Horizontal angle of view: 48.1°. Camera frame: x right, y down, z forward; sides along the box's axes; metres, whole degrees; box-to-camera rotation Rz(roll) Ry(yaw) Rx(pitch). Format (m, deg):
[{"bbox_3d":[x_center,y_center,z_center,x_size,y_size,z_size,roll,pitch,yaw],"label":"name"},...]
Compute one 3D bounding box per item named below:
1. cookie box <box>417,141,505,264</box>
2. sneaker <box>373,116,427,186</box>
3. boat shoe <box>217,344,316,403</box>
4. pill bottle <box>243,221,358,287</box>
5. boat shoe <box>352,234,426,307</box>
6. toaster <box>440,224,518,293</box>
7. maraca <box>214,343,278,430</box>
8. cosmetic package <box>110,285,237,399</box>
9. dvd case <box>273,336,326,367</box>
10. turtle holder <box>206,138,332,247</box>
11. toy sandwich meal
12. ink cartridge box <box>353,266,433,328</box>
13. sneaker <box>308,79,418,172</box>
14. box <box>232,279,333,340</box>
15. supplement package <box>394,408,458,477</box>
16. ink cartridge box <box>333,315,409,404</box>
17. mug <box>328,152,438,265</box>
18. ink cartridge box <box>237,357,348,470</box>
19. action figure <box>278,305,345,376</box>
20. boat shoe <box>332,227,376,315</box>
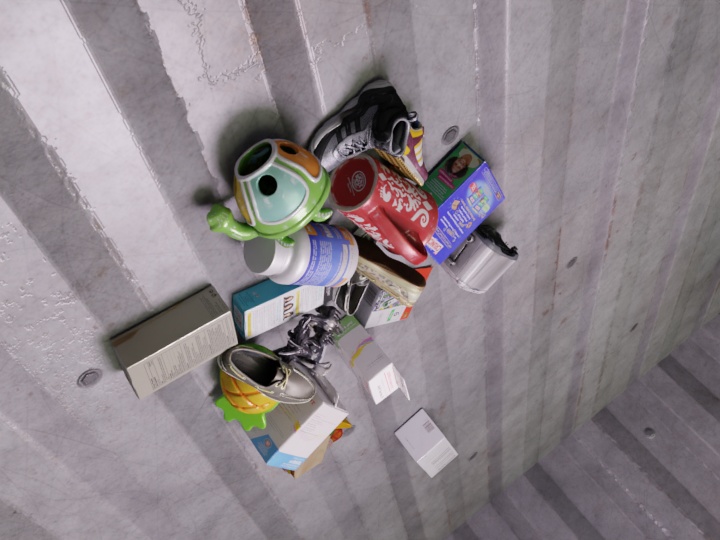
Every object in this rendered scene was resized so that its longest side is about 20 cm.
[{"bbox_3d":[0.182,-0.133,1.640,0.200,0.075,0.171,-45,148,2],"label":"cookie box"},{"bbox_3d":[0.089,-0.220,1.440,0.091,0.074,0.200,-62,159,-2],"label":"sneaker"},{"bbox_3d":[-0.165,0.193,1.481,0.199,0.060,0.073,27,74,-18],"label":"boat shoe"},{"bbox_3d":[-0.105,-0.031,1.409,0.198,0.112,0.113,6,125,-50],"label":"pill bottle"},{"bbox_3d":[0.026,-0.001,1.518,0.063,0.198,0.073,-62,172,31],"label":"boat shoe"},{"bbox_3d":[0.266,-0.029,1.821,0.130,0.114,0.199,-49,150,17],"label":"toaster"},{"bbox_3d":[-0.217,0.228,1.574,0.202,0.135,0.107,-68,172,29],"label":"maraca"},{"bbox_3d":[-0.317,0.123,1.389,0.198,0.071,0.106,-29,146,-22],"label":"cosmetic package"},{"bbox_3d":[-0.153,0.235,1.744,0.148,0.025,0.202,-17,140,-36],"label":"dvd case"},{"bbox_3d":[-0.143,-0.127,1.260,0.183,0.143,0.132,-13,141,29],"label":"turtle holder"},{"bbox_3d":[-0.103,0.420,1.967,0.203,0.070,0.207,-29,145,-22],"label":"toy sandwich meal"},{"bbox_3d":[0.086,0.057,1.774,0.198,0.050,0.110,-9,134,-41],"label":"ink cartridge box"},{"bbox_3d":[0.004,-0.211,1.317,0.200,0.114,0.075,-45,147,3],"label":"sneaker"},{"bbox_3d":[-0.142,0.050,1.518,0.198,0.049,0.083,-24,143,-28],"label":"box"},{"bbox_3d":[0.194,0.506,2.353,0.109,0.114,0.200,-39,149,-3],"label":"supplement package"},{"bbox_3d":[0.018,0.203,1.728,0.067,0.200,0.118,-34,147,-12],"label":"ink cartridge box"},{"bbox_3d":[0.052,-0.114,1.438,0.199,0.176,0.135,30,91,-52],"label":"mug"},{"bbox_3d":[-0.131,0.297,1.695,0.200,0.129,0.125,-45,148,5],"label":"ink cartridge box"},{"bbox_3d":[-0.085,0.133,1.571,0.120,0.101,0.200,-66,171,20],"label":"action figure"},{"bbox_3d":[0.000,0.000,1.602,0.070,0.064,0.202,-13,136,-38],"label":"boat shoe"}]
